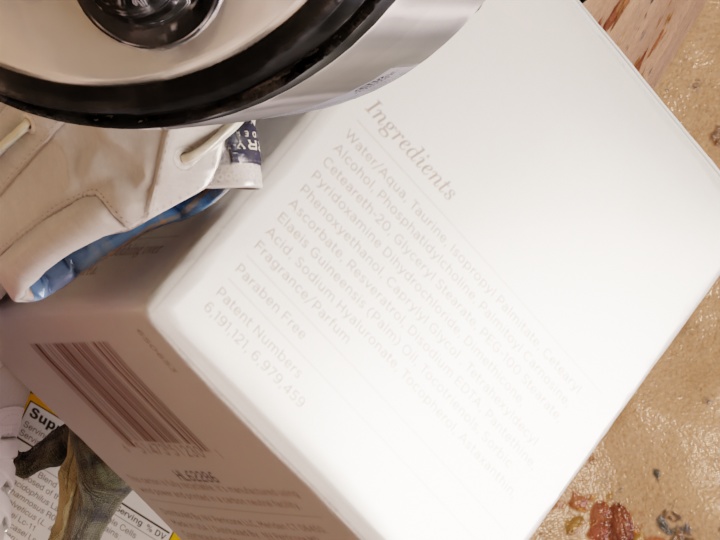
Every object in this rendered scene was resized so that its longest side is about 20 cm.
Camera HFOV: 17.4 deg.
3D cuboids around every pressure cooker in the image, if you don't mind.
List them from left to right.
[{"bbox_3d":[-0.044,-0.123,0.597,0.177,0.178,0.200,-59,171,13],"label":"pressure cooker"}]

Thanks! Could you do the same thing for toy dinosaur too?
[{"bbox_3d":[-0.122,0.072,1.031,0.201,0.088,0.047,-63,169,19],"label":"toy dinosaur"}]

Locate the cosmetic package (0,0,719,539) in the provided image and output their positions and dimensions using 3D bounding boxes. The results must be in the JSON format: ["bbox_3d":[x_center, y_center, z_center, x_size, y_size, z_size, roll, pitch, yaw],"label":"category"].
[{"bbox_3d":[0.000,0.000,0.866,0.200,0.166,0.167,-51,-160,-21],"label":"cosmetic package"}]

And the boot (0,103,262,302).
[{"bbox_3d":[-0.047,-0.070,0.739,0.199,0.096,0.073,-32,169,18],"label":"boot"}]

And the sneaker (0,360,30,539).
[{"bbox_3d":[-0.166,0.101,0.923,0.201,0.080,0.076,-62,168,4],"label":"sneaker"}]

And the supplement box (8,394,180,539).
[{"bbox_3d":[-0.137,0.151,1.127,0.201,0.108,0.109,-62,170,12],"label":"supplement box"}]

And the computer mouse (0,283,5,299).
[{"bbox_3d":[-0.122,-0.037,0.846,0.201,0.044,0.110,-57,171,-19],"label":"computer mouse"}]

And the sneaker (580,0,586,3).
[{"bbox_3d":[0.115,-0.190,0.943,0.200,0.076,0.111,-54,-172,25],"label":"sneaker"}]
